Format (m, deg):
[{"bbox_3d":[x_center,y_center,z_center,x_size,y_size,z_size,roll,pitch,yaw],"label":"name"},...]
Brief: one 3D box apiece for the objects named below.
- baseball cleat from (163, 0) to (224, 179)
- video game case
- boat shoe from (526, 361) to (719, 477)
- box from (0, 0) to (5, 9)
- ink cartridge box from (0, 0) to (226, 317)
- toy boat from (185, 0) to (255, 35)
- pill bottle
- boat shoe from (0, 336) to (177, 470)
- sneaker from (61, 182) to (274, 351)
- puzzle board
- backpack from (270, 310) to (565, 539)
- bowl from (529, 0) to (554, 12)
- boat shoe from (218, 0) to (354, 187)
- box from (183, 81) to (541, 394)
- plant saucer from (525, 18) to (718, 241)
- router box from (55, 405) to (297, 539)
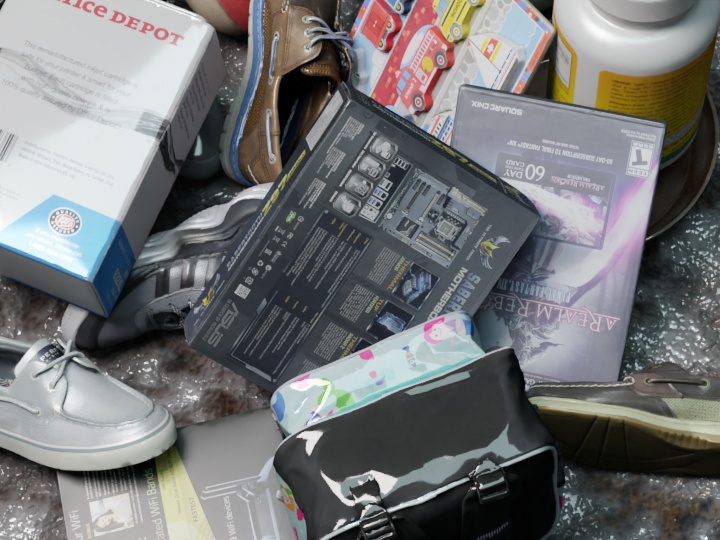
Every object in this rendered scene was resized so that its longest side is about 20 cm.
[{"bbox_3d":[-0.153,-0.164,1.584,0.069,0.107,0.201,-25,78,-18],"label":"baseball cleat"},{"bbox_3d":[0.121,-0.016,1.486,0.142,0.019,0.201,11,103,10],"label":"video game case"},{"bbox_3d":[0.206,0.095,1.464,0.199,0.072,0.066,7,58,3],"label":"boat shoe"},{"bbox_3d":[-0.297,-0.302,1.724,0.198,0.050,0.200,-39,67,-14],"label":"box"},{"bbox_3d":[-0.198,-0.092,1.488,0.144,0.084,0.201,21,73,11],"label":"ink cartridge box"},{"bbox_3d":[-0.070,-0.274,1.632,0.130,0.131,0.201,-7,61,24],"label":"toy boat"},{"bbox_3d":[0.185,-0.159,1.481,0.112,0.200,0.113,-1,61,2],"label":"pill bottle"},{"bbox_3d":[-0.214,0.082,1.468,0.200,0.072,0.070,9,33,32],"label":"boat shoe"},{"bbox_3d":[-0.104,0.025,1.520,0.199,0.076,0.114,-29,64,-10],"label":"sneaker"},{"bbox_3d":[0.047,-0.141,1.535,0.017,0.200,0.151,-18,57,-40],"label":"puzzle board"},{"bbox_3d":[0.037,0.131,1.385,0.177,0.200,0.151,-23,59,-1],"label":"backpack"},{"bbox_3d":[0.075,-0.248,1.599,0.201,0.201,0.105,41,92,22],"label":"bowl"},{"bbox_3d":[-0.039,-0.154,1.572,0.072,0.072,0.201,18,97,46],"label":"boat shoe"},{"bbox_3d":[0.000,0.000,1.447,0.157,0.051,0.201,30,103,-17],"label":"box"},{"bbox_3d":[0.159,-0.093,1.583,0.199,0.035,0.201,-2,62,5],"label":"plant saucer"},{"bbox_3d":[-0.108,0.203,1.441,0.156,0.052,0.201,-13,62,-1],"label":"router box"}]
